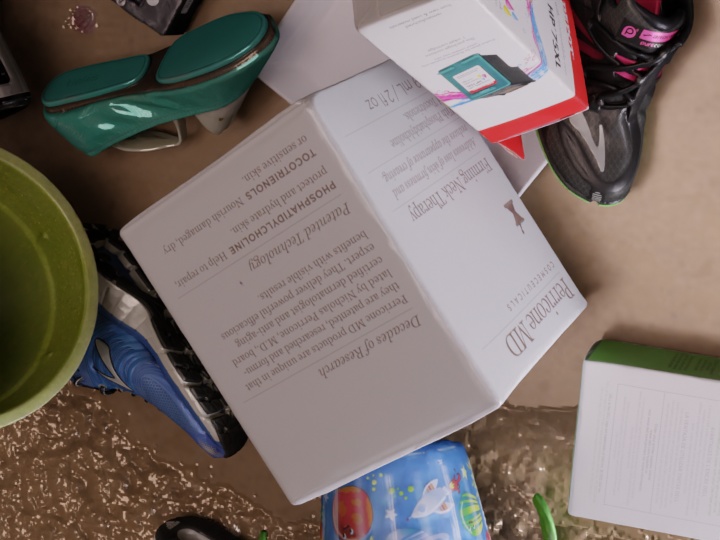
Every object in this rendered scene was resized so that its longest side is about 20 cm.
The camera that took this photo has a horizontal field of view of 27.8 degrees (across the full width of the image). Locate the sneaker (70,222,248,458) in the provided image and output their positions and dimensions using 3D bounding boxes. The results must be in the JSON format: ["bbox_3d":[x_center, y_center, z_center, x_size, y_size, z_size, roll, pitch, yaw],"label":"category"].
[{"bbox_3d":[-0.154,0.060,1.036,0.200,0.079,0.089,46,119,16],"label":"sneaker"}]

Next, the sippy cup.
[{"bbox_3d":[0.029,0.182,0.959,0.140,0.178,0.131,-11,84,51],"label":"sippy cup"}]

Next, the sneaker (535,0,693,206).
[{"bbox_3d":[0.152,-0.135,0.867,0.077,0.084,0.200,3,104,-9],"label":"sneaker"}]

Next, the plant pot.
[{"bbox_3d":[-0.308,0.030,1.009,0.190,0.200,0.200,-27,90,57],"label":"plant pot"}]

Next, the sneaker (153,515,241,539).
[{"bbox_3d":[-0.075,0.273,1.049,0.200,0.076,0.116,29,117,21],"label":"sneaker"}]

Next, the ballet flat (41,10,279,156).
[{"bbox_3d":[-0.125,-0.121,0.989,0.200,0.067,0.070,-12,133,29],"label":"ballet flat"}]

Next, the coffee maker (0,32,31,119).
[{"bbox_3d":[-0.321,-0.190,1.021,0.134,0.192,0.200,-17,99,-15],"label":"coffee maker"}]

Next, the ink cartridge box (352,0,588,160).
[{"bbox_3d":[0.069,-0.153,0.823,0.067,0.200,0.116,-18,65,26],"label":"ink cartridge box"}]

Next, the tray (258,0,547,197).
[{"bbox_3d":[0.032,-0.114,0.956,0.200,0.022,0.107,41,110,9],"label":"tray"}]

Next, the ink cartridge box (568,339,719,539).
[{"bbox_3d":[0.235,0.113,0.901,0.200,0.059,0.104,8,103,19],"label":"ink cartridge box"}]

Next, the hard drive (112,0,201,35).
[{"bbox_3d":[-0.172,-0.272,0.994,0.200,0.038,0.140,35,110,10],"label":"hard drive"}]

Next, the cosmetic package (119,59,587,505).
[{"bbox_3d":[0.000,0.000,0.891,0.166,0.167,0.200,-31,93,32],"label":"cosmetic package"}]
